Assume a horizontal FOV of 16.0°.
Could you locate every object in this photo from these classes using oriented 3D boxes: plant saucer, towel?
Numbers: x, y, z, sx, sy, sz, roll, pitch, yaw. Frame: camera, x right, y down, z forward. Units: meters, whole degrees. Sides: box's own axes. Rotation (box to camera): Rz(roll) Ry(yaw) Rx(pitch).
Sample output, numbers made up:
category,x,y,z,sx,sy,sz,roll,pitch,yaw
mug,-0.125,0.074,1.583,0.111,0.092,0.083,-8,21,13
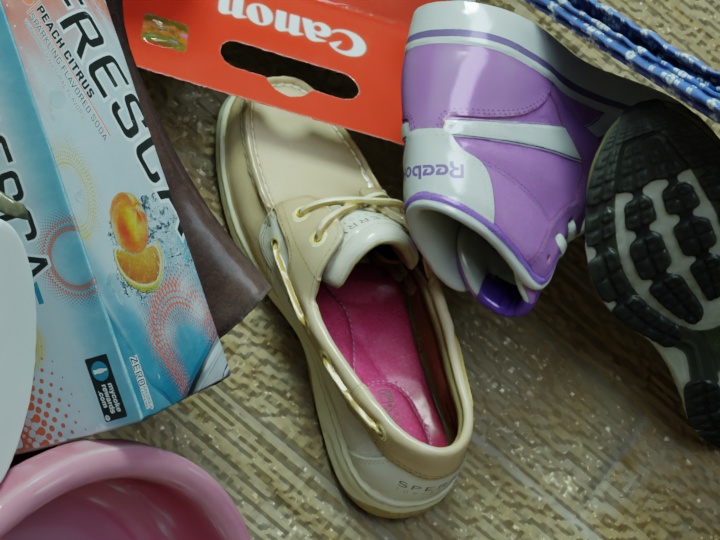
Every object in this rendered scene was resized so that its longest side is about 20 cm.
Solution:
category,x,y,z,sx,sy,sz,roll,pitch,yaw
plant saucer,-0.117,0.153,0.906,0.051,0.201,0.201,17,52,36
towel,0.125,-0.088,1.053,0.200,0.145,0.024,37,98,34

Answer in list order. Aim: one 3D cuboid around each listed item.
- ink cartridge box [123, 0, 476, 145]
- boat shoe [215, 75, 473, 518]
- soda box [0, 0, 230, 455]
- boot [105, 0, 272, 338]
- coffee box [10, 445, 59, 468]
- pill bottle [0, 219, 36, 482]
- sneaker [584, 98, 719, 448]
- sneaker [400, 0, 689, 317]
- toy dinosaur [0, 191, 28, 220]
category,x,y,z,sx,sy,sz,roll,pitch,yaw
ink cartridge box,-0.019,-0.156,1.110,0.162,0.057,0.200,15,45,-15
boat shoe,0.000,0.000,1.059,0.074,0.069,0.200,-16,74,-26
soda box,-0.117,-0.041,0.901,0.064,0.068,0.200,-27,100,-59
boot,-0.090,-0.054,0.983,0.166,0.200,0.072,45,37,-1
coffee box,-0.192,0.079,0.945,0.113,0.080,0.200,38,60,-3
pill bottle,-0.216,0.022,0.842,0.200,0.114,0.114,4,63,13
sneaker,0.143,-0.009,1.084,0.077,0.200,0.089,-16,44,14
sneaker,0.078,-0.030,1.078,0.200,0.073,0.114,19,72,-49
toy dinosaur,-0.216,-0.049,0.877,0.200,0.088,0.047,2,63,28
